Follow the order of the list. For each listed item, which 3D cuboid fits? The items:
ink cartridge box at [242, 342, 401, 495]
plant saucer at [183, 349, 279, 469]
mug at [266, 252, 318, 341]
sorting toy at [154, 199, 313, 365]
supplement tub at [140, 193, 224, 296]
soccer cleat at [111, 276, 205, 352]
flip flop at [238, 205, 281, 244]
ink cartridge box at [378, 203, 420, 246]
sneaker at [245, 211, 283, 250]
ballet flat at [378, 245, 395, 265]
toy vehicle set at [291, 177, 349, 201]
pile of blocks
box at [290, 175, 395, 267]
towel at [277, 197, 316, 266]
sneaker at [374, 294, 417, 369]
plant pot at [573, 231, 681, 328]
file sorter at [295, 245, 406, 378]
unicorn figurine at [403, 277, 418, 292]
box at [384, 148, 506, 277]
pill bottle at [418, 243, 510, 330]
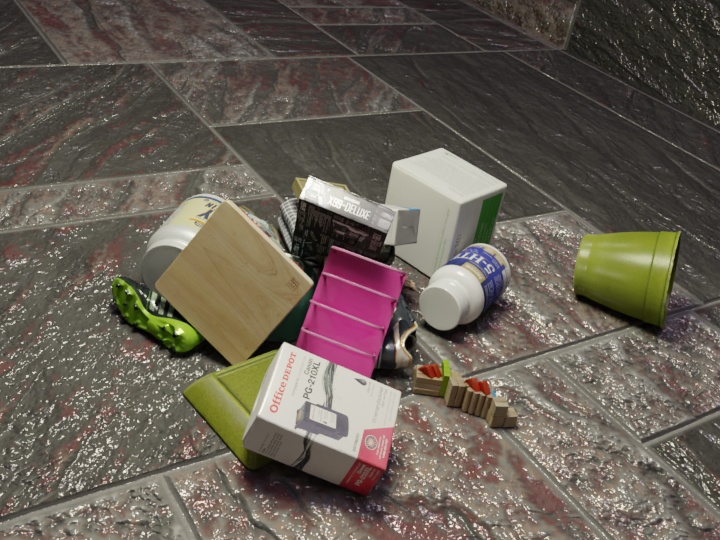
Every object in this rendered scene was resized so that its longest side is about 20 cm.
[{"bbox_3d":[-0.055,0.215,1.215,0.198,0.085,0.146,23,43,-7],"label":"ink cartridge box"},{"bbox_3d":[-0.144,0.199,1.309,0.198,0.048,0.200,-17,42,-38],"label":"plant saucer"},{"bbox_3d":[-0.158,0.029,1.512,0.151,0.115,0.185,-10,38,-30],"label":"mug"},{"bbox_3d":[-0.205,0.020,1.394,0.200,0.199,0.070,44,15,3],"label":"sorting toy"},{"bbox_3d":[-0.309,-0.039,1.542,0.143,0.146,0.201,14,32,5],"label":"supplement tub"},{"bbox_3d":[-0.349,0.074,1.436,0.199,0.068,0.081,34,27,22],"label":"soccer cleat"},{"bbox_3d":[-0.213,-0.068,1.693,0.057,0.082,0.200,-28,45,-23],"label":"flip flop"},{"bbox_3d":[-0.002,-0.093,1.541,0.198,0.069,0.115,10,8,24],"label":"ink cartridge box"},{"bbox_3d":[-0.214,-0.063,1.526,0.087,0.077,0.200,66,12,10],"label":"sneaker"},{"bbox_3d":[0.000,0.000,1.561,0.072,0.072,0.200,26,53,23],"label":"ballet flat"},{"bbox_3d":[-0.053,-0.114,1.687,0.123,0.027,0.201,6,38,-31],"label":"toy vehicle set"},{"bbox_3d":[0.180,0.194,1.411,0.198,0.063,0.082,22,33,16],"label":"pile of blocks"},{"bbox_3d":[-0.035,-0.064,1.432,0.156,0.200,0.050,21,62,2],"label":"box"},{"bbox_3d":[-0.062,-0.085,1.754,0.198,0.086,0.166,-3,35,-22],"label":"towel"},{"bbox_3d":[0.064,0.103,1.505,0.078,0.079,0.201,7,43,2],"label":"sneaker"},{"bbox_3d":[0.553,0.002,1.740,0.191,0.202,0.200,11,29,23],"label":"plant pot"},{"bbox_3d":[-0.018,0.073,1.357,0.138,0.202,0.125,20,-2,1],"label":"file sorter"},{"bbox_3d":[0.006,0.013,1.647,0.198,0.074,0.138,17,27,-24],"label":"unicorn figurine"},{"bbox_3d":[0.171,-0.121,1.777,0.170,0.201,0.199,-21,44,-41],"label":"box"},{"bbox_3d":[0.200,0.035,1.616,0.119,0.121,0.200,26,35,23],"label":"pill bottle"}]
